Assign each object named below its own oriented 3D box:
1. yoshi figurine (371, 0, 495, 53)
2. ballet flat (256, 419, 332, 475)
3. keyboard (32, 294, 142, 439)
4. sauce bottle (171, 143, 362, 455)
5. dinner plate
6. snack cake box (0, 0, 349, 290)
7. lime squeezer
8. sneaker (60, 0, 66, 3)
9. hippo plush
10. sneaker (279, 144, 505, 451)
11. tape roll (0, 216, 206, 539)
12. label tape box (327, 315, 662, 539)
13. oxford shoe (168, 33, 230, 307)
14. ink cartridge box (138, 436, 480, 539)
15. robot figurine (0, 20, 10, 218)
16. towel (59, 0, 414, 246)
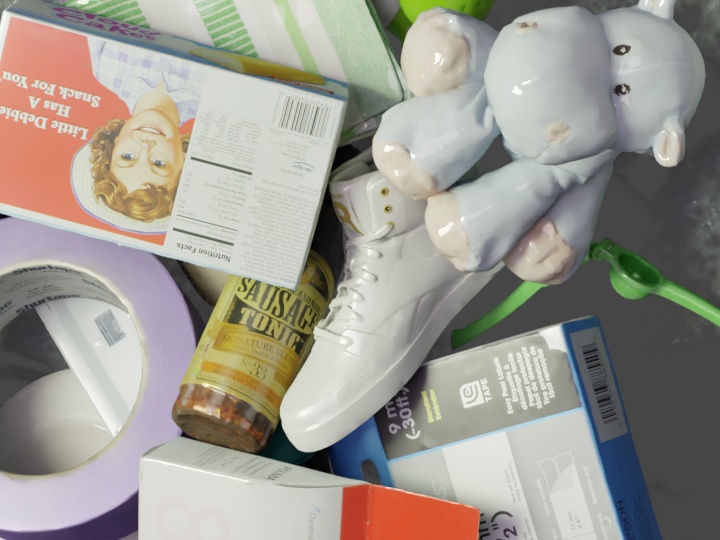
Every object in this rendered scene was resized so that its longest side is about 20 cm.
[{"bbox_3d":[0.029,-0.213,1.348,0.112,0.112,0.201,-25,84,13],"label":"yoshi figurine"},{"bbox_3d":[-0.049,0.134,1.397,0.073,0.073,0.200,-30,76,19],"label":"ballet flat"},{"bbox_3d":[-0.168,0.042,1.466,0.056,0.011,0.200,-32,74,-3],"label":"keyboard"},{"bbox_3d":[-0.050,0.011,1.364,0.066,0.066,0.201,12,67,21],"label":"sauce bottle"},{"bbox_3d":[-0.180,0.164,1.476,0.199,0.024,0.201,1,91,22],"label":"dinner plate"},{"bbox_3d":[-0.116,-0.073,1.289,0.199,0.067,0.115,15,104,-3],"label":"snack cake box"},{"bbox_3d":[0.145,0.016,1.338,0.199,0.038,0.071,1,91,21],"label":"lime squeezer"},{"bbox_3d":[-0.161,-0.174,1.419,0.200,0.114,0.073,35,101,17],"label":"sneaker"},{"bbox_3d":[0.121,-0.073,1.231,0.199,0.161,0.160,-1,88,-21],"label":"hippo plush"},{"bbox_3d":[0.000,0.000,1.319,0.200,0.116,0.074,-49,31,-17],"label":"sneaker"},{"bbox_3d":[-0.192,0.070,1.412,0.199,0.085,0.201,-2,74,6],"label":"tape roll"},{"bbox_3d":[0.063,0.122,1.346,0.199,0.066,0.144,-18,87,25],"label":"label tape box"},{"bbox_3d":[-0.103,-0.060,1.390,0.071,0.074,0.201,-15,109,4],"label":"oxford shoe"},{"bbox_3d":[-0.036,0.195,1.319,0.199,0.057,0.163,13,111,27],"label":"ink cartridge box"},{"bbox_3d":[-0.242,-0.099,1.403,0.124,0.200,0.151,-17,76,28],"label":"robot figurine"},{"bbox_3d":[-0.085,-0.117,1.323,0.199,0.023,0.153,-25,102,8],"label":"towel"}]
